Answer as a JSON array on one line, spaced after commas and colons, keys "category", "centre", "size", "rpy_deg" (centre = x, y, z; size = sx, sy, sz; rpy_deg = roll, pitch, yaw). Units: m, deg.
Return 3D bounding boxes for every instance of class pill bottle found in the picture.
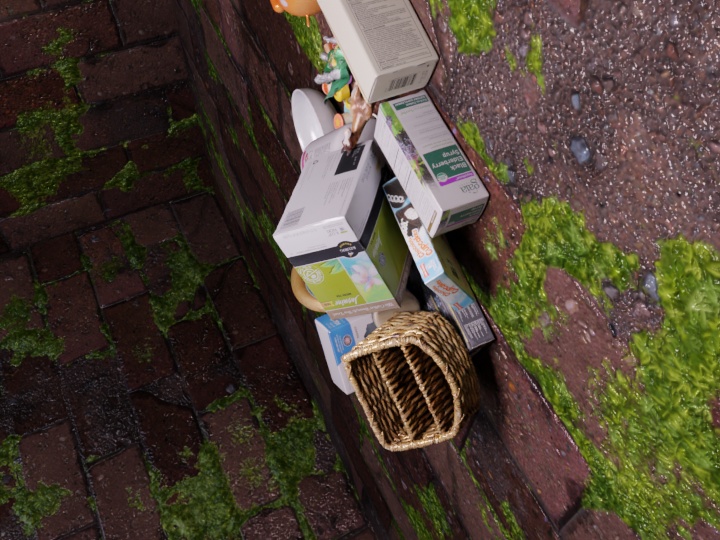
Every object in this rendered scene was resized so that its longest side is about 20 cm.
[{"category": "pill bottle", "centre": [-0.018, -0.202, 1.254], "size": [0.200, 0.113, 0.114], "rpy_deg": [-5, 105, 61]}]

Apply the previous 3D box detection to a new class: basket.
[{"category": "basket", "centre": [0.091, 0.184, 1.123], "size": [0.143, 0.149, 0.200], "rpy_deg": [-1, 117, 49]}]

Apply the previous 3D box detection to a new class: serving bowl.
[{"category": "serving bowl", "centre": [-0.078, -0.290, 1.470], "size": [0.200, 0.066, 0.200], "rpy_deg": [160, 90, -74]}]

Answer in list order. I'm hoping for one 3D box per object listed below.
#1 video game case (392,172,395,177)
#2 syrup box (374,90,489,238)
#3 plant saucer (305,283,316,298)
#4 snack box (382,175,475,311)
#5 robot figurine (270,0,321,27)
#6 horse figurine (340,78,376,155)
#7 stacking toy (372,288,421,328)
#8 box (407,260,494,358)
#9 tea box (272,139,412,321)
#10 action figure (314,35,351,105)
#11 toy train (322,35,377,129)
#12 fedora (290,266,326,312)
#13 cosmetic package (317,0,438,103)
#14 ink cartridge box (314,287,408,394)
[{"category": "video game case", "centre": [0.048, -0.138, 1.327], "size": [0.143, 0.017, 0.200], "rpy_deg": [89, 155, -50]}, {"category": "syrup box", "centre": [0.100, -0.156, 1.020], "size": [0.081, 0.079, 0.200], "rpy_deg": [102, 144, -62]}, {"category": "plant saucer", "centre": [0.000, 0.000, 1.249], "size": [0.201, 0.201, 0.039], "rpy_deg": [48, 165, 52]}, {"category": "snack box", "centre": [0.104, -0.043, 1.070], "size": [0.116, 0.037, 0.200], "rpy_deg": [37, -154, -49]}, {"category": "robot figurine", "centre": [-0.108, -0.522, 1.189], "size": [0.200, 0.144, 0.117], "rpy_deg": [66, -174, 13]}, {"category": "horse figurine", "centre": [0.005, -0.294, 1.114], "size": [0.133, 0.050, 0.200], "rpy_deg": [96, 180, -48]}, {"category": "stacking toy", "centre": [0.055, 0.053, 1.289], "size": [0.200, 0.085, 0.086], "rpy_deg": [-111, 4, -76]}, {"category": "box", "centre": [0.144, 0.058, 1.197], "size": [0.161, 0.049, 0.200], "rpy_deg": [105, 142, -68]}, {"category": "tea box", "centre": [-0.013, -0.063, 1.120], "size": [0.197, 0.133, 0.200], "rpy_deg": [57, -146, -33]}, {"category": "action figure", "centre": [-0.038, -0.334, 1.119], "size": [0.200, 0.055, 0.118], "rpy_deg": [-146, 67, -77]}, {"category": "toy train", "centre": [-0.030, -0.332, 1.277], "size": [0.150, 0.056, 0.200], "rpy_deg": [166, 84, -75]}, {"category": "fedora", "centre": [-0.033, 0.008, 1.350], "size": [0.201, 0.200, 0.082], "rpy_deg": [57, 177, 37]}, {"category": "cosmetic package", "centre": [0.019, -0.352, 1.001], "size": [0.073, 0.103, 0.200], "rpy_deg": [117, 131, -68]}, {"category": "ink cartridge box", "centre": [0.028, 0.135, 1.402], "size": [0.086, 0.200, 0.147], "rpy_deg": [31, 139, 64]}]
